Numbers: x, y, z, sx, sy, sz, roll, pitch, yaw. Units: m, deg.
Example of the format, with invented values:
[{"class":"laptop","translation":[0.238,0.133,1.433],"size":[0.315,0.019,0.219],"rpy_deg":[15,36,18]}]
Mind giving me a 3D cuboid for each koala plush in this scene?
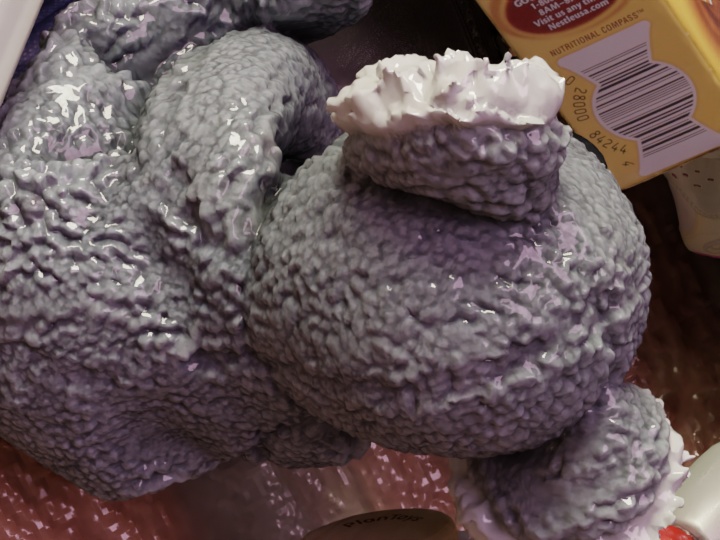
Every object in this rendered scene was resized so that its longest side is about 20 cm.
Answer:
[{"class":"koala plush","translation":[0.000,0.000,0.648],"size":[0.184,0.200,0.178],"rpy_deg":[-35,122,-32]}]

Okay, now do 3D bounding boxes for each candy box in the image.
[{"class":"candy box","translation":[0.053,-0.134,0.729],"size":[0.200,0.056,0.117],"rpy_deg":[47,30,-35]}]

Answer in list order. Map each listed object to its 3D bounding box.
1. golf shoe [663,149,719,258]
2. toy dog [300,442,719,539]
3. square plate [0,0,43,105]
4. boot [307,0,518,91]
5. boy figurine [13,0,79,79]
[{"class":"golf shoe","translation":[0.150,-0.084,0.873],"size":[0.200,0.075,0.092],"rpy_deg":[-56,146,-44]},{"class":"toy dog","translation":[0.046,0.104,0.742],"size":[0.200,0.096,0.132],"rpy_deg":[7,91,-40]},{"class":"square plate","translation":[-0.172,-0.122,0.650],"size":[0.198,0.028,0.200],"rpy_deg":[17,73,10]},{"class":"boot","translation":[0.015,-0.142,0.814],"size":[0.200,0.069,0.174],"rpy_deg":[-21,87,-23]},{"class":"boy figurine","translation":[-0.142,-0.048,0.689],"size":[0.200,0.064,0.124],"rpy_deg":[-42,115,-31]}]
